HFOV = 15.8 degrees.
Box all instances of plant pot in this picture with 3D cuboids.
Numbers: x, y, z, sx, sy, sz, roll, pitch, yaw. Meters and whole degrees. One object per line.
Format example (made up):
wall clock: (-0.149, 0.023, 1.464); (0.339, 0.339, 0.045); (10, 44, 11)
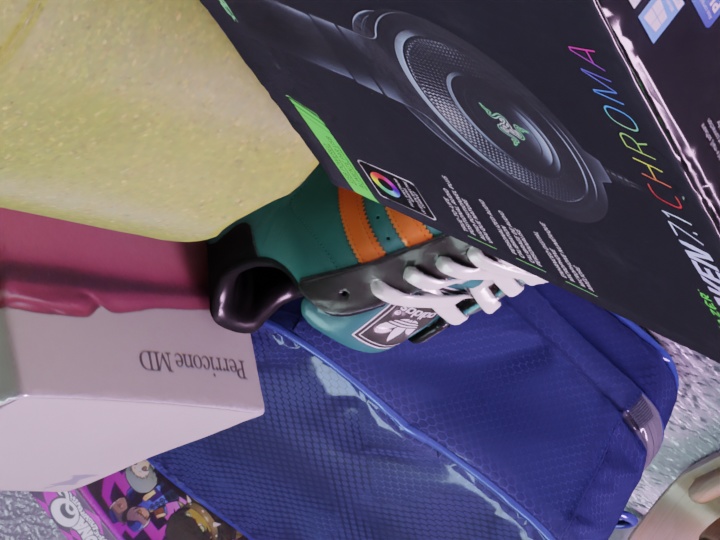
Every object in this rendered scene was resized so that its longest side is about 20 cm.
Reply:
plant pot: (-0.099, -0.094, 0.760); (0.200, 0.201, 0.184); (25, -179, 44)

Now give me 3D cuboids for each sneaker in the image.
sneaker: (0.029, -0.010, 0.845); (0.200, 0.080, 0.071); (0, 164, 43)

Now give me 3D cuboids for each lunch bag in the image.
lunch bag: (0.027, 0.048, 1.012); (0.200, 0.132, 0.136); (40, 142, -11)

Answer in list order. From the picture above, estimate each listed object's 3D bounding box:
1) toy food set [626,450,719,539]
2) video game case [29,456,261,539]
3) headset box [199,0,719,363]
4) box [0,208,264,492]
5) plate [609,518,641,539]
toy food set: (0.189, 0.137, 1.045); (0.143, 0.060, 0.200); (38, 167, 1)
video game case: (-0.052, 0.062, 1.065); (0.200, 0.181, 0.036); (52, 140, -2)
headset box: (0.040, -0.078, 0.647); (0.200, 0.093, 0.174); (27, 162, 41)
box: (-0.127, -0.031, 0.910); (0.109, 0.200, 0.128); (-22, 162, 34)
plate: (0.150, 0.255, 1.254); (0.200, 0.200, 0.032); (37, -169, 4)
